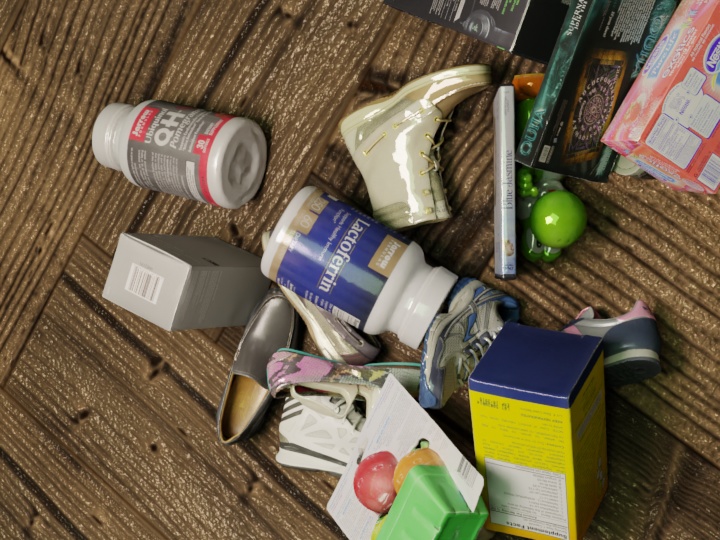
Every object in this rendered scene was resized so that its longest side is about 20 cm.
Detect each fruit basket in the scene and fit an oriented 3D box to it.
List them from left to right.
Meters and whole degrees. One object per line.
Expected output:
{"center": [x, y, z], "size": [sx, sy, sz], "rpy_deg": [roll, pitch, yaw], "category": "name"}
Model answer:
{"center": [0.048, 0.239, 1.450], "size": [0.200, 0.093, 0.186], "rpy_deg": [49, 120, 53], "category": "fruit basket"}

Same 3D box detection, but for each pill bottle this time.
{"center": [-0.223, -0.147, 1.658], "size": [0.199, 0.111, 0.111], "rpy_deg": [14, 97, 26], "category": "pill bottle"}
{"center": [0.000, 0.000, 1.514], "size": [0.199, 0.116, 0.116], "rpy_deg": [28, 104, 6], "category": "pill bottle"}

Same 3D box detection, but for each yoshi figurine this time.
{"center": [0.208, -0.107, 1.445], "size": [0.112, 0.112, 0.201], "rpy_deg": [3, 95, 20], "category": "yoshi figurine"}

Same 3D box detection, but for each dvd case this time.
{"center": [0.153, -0.090, 1.455], "size": [0.017, 0.143, 0.201], "rpy_deg": [-1, 90, 2], "category": "dvd case"}

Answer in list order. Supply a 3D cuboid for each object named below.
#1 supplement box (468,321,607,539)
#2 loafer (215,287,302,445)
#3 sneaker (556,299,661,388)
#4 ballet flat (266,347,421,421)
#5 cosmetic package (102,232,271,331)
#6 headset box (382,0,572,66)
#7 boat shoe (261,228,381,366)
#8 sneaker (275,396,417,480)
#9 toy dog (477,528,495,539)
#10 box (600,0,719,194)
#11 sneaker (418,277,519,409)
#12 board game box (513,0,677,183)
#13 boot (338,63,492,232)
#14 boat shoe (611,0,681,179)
{"center": [0.187, 0.170, 1.409], "size": [0.108, 0.110, 0.201], "rpy_deg": [9, 125, 26], "category": "supplement box"}
{"center": [-0.120, 0.118, 1.622], "size": [0.072, 0.072, 0.201], "rpy_deg": [18, 103, 4], "category": "loafer"}
{"center": [0.229, 0.084, 1.468], "size": [0.199, 0.070, 0.082], "rpy_deg": [-11, 60, 30], "category": "sneaker"}
{"center": [-0.008, 0.135, 1.534], "size": [0.199, 0.069, 0.072], "rpy_deg": [8, 61, -8], "category": "ballet flat"}
{"center": [-0.197, 0.012, 1.599], "size": [0.106, 0.200, 0.091], "rpy_deg": [23, 103, 22], "category": "cosmetic package"}
{"center": [0.158, -0.273, 1.402], "size": [0.200, 0.174, 0.093], "rpy_deg": [29, 105, 39], "category": "headset box"}
{"center": [-0.043, 0.029, 1.595], "size": [0.065, 0.072, 0.201], "rpy_deg": [-34, 79, 18], "category": "boat shoe"}
{"center": [-0.011, 0.177, 1.574], "size": [0.200, 0.076, 0.116], "rpy_deg": [4, 94, 29], "category": "sneaker"}
{"center": [0.126, 0.346, 1.495], "size": [0.200, 0.096, 0.132], "rpy_deg": [39, 107, 21], "category": "toy dog"}
{"center": [0.338, -0.186, 1.336], "size": [0.102, 0.095, 0.201], "rpy_deg": [30, 89, -14], "category": "box"}
{"center": [0.120, 0.077, 1.450], "size": [0.085, 0.200, 0.077], "rpy_deg": [14, 130, 16], "category": "sneaker"}
{"center": [0.233, -0.190, 1.349], "size": [0.028, 0.135, 0.201], "rpy_deg": [30, 105, 41], "category": "board game box"}
{"center": [0.079, -0.133, 1.527], "size": [0.199, 0.072, 0.155], "rpy_deg": [-23, 80, 31], "category": "boot"}
{"center": [0.305, -0.196, 1.420], "size": [0.072, 0.060, 0.202], "rpy_deg": [12, 94, 52], "category": "boat shoe"}
